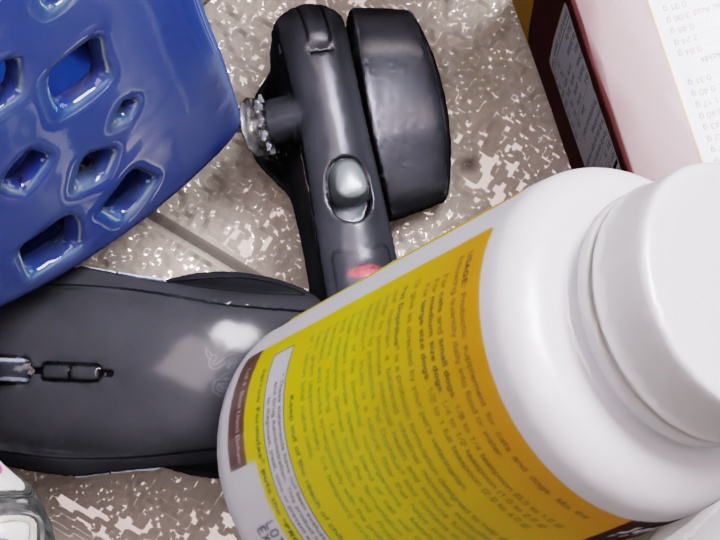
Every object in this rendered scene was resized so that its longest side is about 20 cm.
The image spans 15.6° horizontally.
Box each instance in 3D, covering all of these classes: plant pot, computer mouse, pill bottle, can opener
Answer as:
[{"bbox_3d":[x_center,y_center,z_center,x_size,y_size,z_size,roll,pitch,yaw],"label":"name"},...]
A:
[{"bbox_3d":[-0.182,-0.079,0.866,0.200,0.200,0.180,32,73,24],"label":"plant pot"},{"bbox_3d":[-0.108,0.063,0.922,0.199,0.046,0.141,7,89,14],"label":"computer mouse"},{"bbox_3d":[0.050,0.037,0.817,0.109,0.200,0.110,16,61,-33],"label":"pill bottle"},{"bbox_3d":[0.000,0.000,0.945,0.078,0.063,0.201,-7,79,-1],"label":"can opener"}]

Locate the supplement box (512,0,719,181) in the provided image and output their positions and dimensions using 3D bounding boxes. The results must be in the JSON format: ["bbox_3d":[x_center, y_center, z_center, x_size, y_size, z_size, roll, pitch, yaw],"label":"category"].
[{"bbox_3d":[0.178,-0.051,0.916,0.197,0.133,0.201,-17,80,-3],"label":"supplement box"}]

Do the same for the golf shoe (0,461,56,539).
[{"bbox_3d":[-0.195,0.121,0.906,0.200,0.073,0.092,-25,97,8],"label":"golf shoe"}]

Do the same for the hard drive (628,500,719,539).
[{"bbox_3d":[0.170,0.090,0.827,0.200,0.026,0.132,-45,100,2],"label":"hard drive"}]

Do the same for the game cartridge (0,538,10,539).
[{"bbox_3d":[-0.106,0.164,0.863,0.200,0.041,0.133,35,103,-32],"label":"game cartridge"}]

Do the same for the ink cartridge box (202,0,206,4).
[{"bbox_3d":[-0.094,-0.209,0.976,0.146,0.083,0.200,-42,82,-6],"label":"ink cartridge box"}]
